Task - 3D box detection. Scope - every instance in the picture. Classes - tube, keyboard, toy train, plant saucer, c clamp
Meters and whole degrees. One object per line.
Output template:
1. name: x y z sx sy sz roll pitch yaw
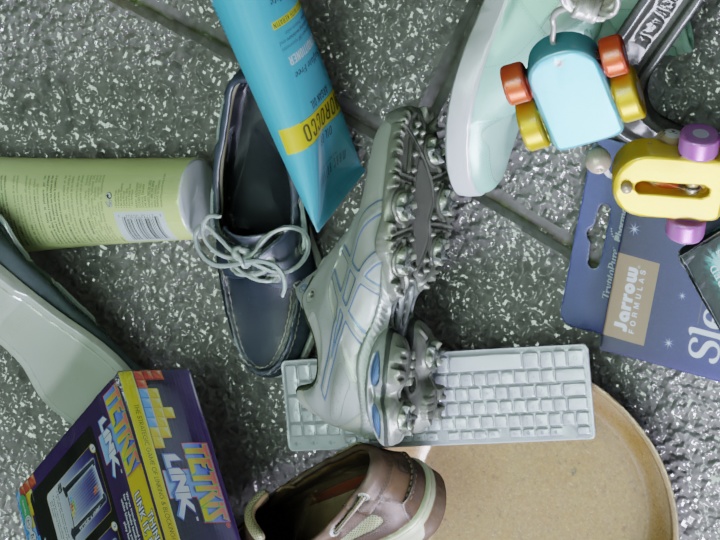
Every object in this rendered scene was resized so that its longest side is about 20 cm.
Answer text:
1. tube: -0.186 -0.044 1.652 0.199 0.052 0.058 -2 68 26
2. keyboard: 0.045 0.077 1.566 0.199 0.011 0.057 -4 99 23
3. toy train: 0.176 -0.100 1.428 0.199 0.056 0.150 27 123 -15
4. plant saucer: 0.101 0.146 1.584 0.199 0.035 0.201 5 104 22
5. c clamp: 0.232 -0.124 1.446 0.170 0.027 0.200 28 124 -19
6. tube: -0.049 -0.127 1.528 0.050 0.077 0.201 -8 116 34

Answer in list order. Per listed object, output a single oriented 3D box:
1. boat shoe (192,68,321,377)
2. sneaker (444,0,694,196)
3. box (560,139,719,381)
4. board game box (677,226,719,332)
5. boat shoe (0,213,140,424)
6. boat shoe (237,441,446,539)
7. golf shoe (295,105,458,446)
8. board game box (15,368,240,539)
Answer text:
1. boat shoe: -0.060 -0.028 1.594 0.075 0.062 0.201 10 105 20
2. sneaker: 0.124 -0.119 1.495 0.118 0.074 0.201 23 111 12
3. box: 0.215 0.004 1.509 0.199 0.032 0.122 15 107 19
4. board game box: 0.283 0.045 1.460 0.135 0.028 0.201 -28 94 23
5. boat shoe: -0.191 0.033 1.653 0.200 0.062 0.073 42 130 -17
6. boat shoe: -0.046 0.157 1.583 0.202 0.075 0.075 -33 44 26
7. golf shoe: 0.000 0.000 1.538 0.097 0.078 0.201 9 96 31
8. board game box: -0.136 0.186 1.604 0.165 0.056 0.201 -45 54 44
